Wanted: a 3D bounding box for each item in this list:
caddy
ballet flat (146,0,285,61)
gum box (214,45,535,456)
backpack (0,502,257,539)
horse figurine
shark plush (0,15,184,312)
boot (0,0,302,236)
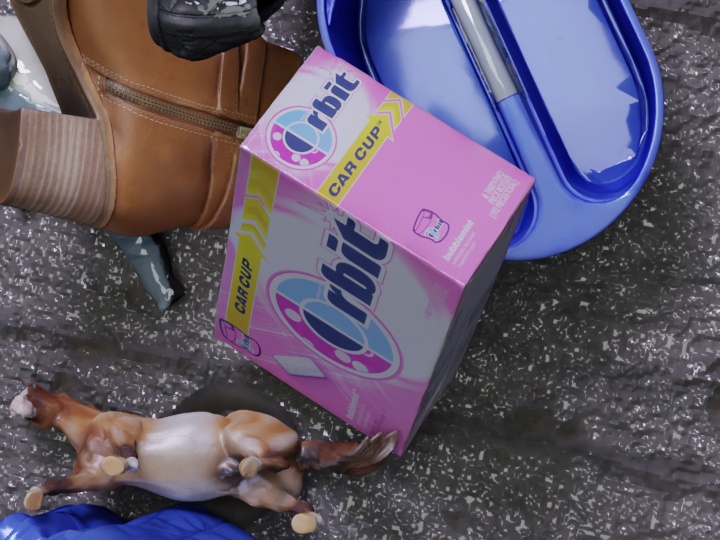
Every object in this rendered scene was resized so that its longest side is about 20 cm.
[{"bbox_3d":[0.063,-0.102,0.937,0.140,0.105,0.202,-25,85,7],"label":"caddy"},{"bbox_3d":[-0.037,-0.149,0.923,0.056,0.200,0.067,8,124,20],"label":"ballet flat"},{"bbox_3d":[0.000,0.000,0.908,0.113,0.200,0.066,32,63,9],"label":"gum box"},{"bbox_3d":[-0.122,0.196,0.917,0.166,0.200,0.164,23,94,9],"label":"backpack"},{"bbox_3d":[-0.082,0.093,0.962,0.198,0.133,0.051,3,97,-2],"label":"horse figurine"},{"bbox_3d":[-0.159,-0.067,1.015,0.200,0.091,0.083,44,117,-13],"label":"shark plush"},{"bbox_3d":[-0.091,-0.115,0.944,0.154,0.076,0.202,5,94,-32],"label":"boot"}]
